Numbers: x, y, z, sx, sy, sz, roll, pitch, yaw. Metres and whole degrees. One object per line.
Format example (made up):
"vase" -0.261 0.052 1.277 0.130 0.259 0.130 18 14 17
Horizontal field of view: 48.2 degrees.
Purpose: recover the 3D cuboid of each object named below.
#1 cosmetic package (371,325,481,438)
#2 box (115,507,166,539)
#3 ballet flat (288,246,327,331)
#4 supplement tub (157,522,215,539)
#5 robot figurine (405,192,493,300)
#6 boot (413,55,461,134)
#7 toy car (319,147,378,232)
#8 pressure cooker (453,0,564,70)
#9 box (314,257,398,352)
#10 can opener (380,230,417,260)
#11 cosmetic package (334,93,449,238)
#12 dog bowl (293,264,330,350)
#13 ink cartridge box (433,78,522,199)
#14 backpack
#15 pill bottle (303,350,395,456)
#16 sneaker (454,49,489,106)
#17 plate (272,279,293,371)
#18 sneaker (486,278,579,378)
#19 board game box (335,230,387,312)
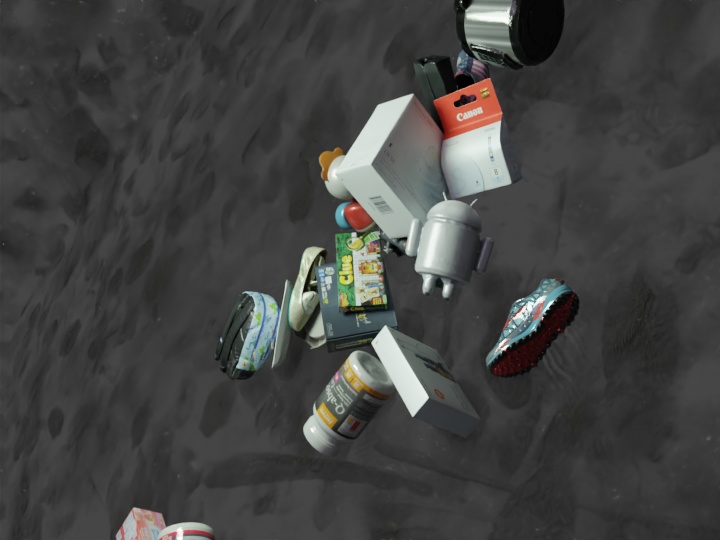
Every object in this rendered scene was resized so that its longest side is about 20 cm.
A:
"cosmetic package" 0.118 0.202 1.470 0.052 0.149 0.201 -52 39 17
"box" -0.554 0.727 2.083 0.104 0.094 0.200 -57 37 12
"ballet flat" -0.117 0.038 1.841 0.061 0.067 0.205 -3 69 34
"supplement tub" -0.404 0.705 1.866 0.140 0.139 0.203 -38 44 32
"robot figurine" 0.172 -0.047 1.561 0.113 0.166 0.205 79 -155 -84
"boot" 0.149 -0.349 1.699 0.163 0.203 0.066 6 42 46
"toy car" -0.008 -0.206 1.795 0.183 0.200 0.179 1 55 54
"pressure cooker" 0.288 -0.504 1.614 0.178 0.179 0.198 -38 38 -30
"box" -0.010 0.068 1.720 0.154 0.052 0.203 -9 52 -1
"can opener" 0.108 -0.049 1.697 0.080 0.063 0.199 -61 36 6
"cosmetic package" 0.086 -0.211 1.656 0.122 0.200 0.202 -6 46 49
"dog bowl" -0.073 0.090 1.855 0.198 0.058 0.204 -29 49 39
"ink cartridge box" 0.219 -0.255 1.590 0.158 0.047 0.204 -10 103 49
"backpack" -0.280 0.152 2.033 0.163 0.150 0.205 38 122 58
"pill bottle" -0.026 0.274 1.644 0.201 0.115 0.117 -53 38 16
"sneaker" 0.232 -0.420 1.729 0.070 0.081 0.203 -38 44 32
"plate" -0.179 0.136 1.908 0.200 0.032 0.205 122 156 -80
"sneaker" 0.289 0.098 1.389 0.200 0.079 0.096 -47 30 12
"board game box" 0.000 0.000 1.725 0.102 0.024 0.203 -6 51 2
